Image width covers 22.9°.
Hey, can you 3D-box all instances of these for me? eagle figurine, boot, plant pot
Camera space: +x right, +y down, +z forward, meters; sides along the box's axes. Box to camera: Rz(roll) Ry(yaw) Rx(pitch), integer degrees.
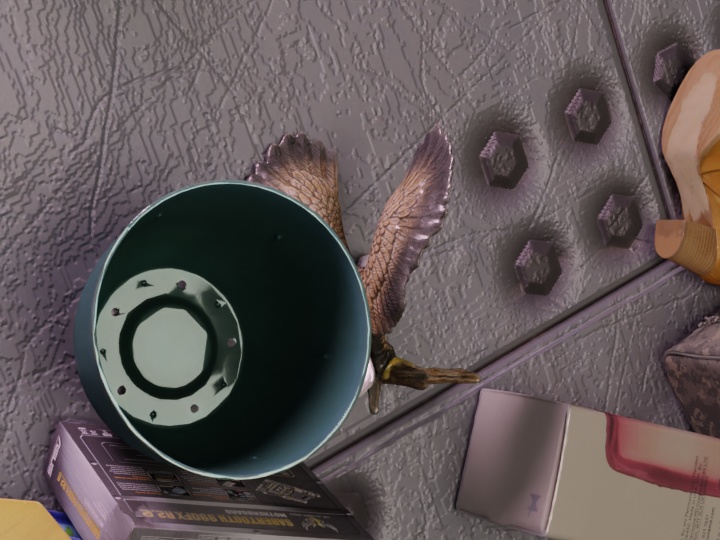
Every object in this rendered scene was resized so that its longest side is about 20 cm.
[{"bbox_3d":[-0.001,-0.002,1.369,0.151,0.151,0.201,-14,112,-20],"label":"eagle figurine"},{"bbox_3d":[0.340,-0.087,1.613,0.143,0.071,0.203,13,90,-38],"label":"boot"},{"bbox_3d":[-0.114,0.047,1.264,0.199,0.161,0.202,3,83,-23],"label":"plant pot"}]

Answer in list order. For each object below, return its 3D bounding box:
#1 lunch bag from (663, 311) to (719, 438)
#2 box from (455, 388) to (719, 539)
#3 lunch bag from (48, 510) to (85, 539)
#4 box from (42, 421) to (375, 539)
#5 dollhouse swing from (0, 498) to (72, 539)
[{"bbox_3d":[0.391,0.087,1.573,0.167,0.200,0.140,-30,101,-19],"label":"lunch bag"},{"bbox_3d":[0.202,0.175,1.502,0.199,0.128,0.110,15,85,-32],"label":"box"},{"bbox_3d":[-0.243,0.247,1.260,0.199,0.094,0.152,16,93,-19],"label":"lunch bag"},{"bbox_3d":[-0.110,0.173,1.287,0.199,0.158,0.049,9,108,-33],"label":"box"},{"bbox_3d":[-0.269,0.272,1.194,0.200,0.181,0.176,51,53,-10],"label":"dollhouse swing"}]
